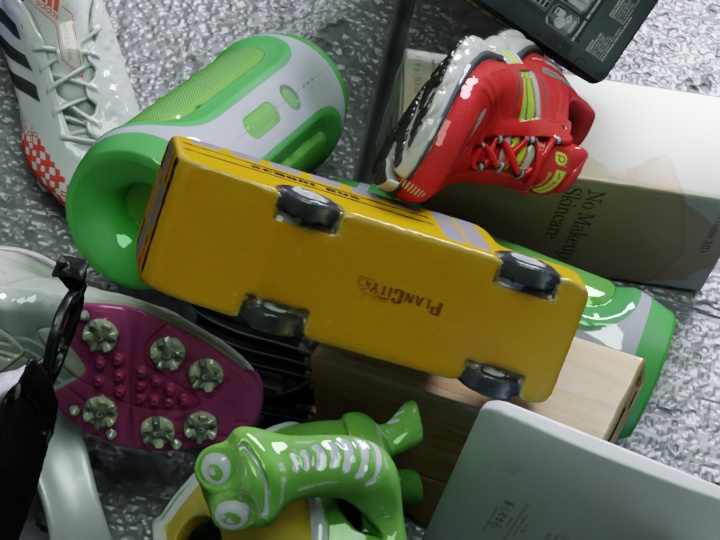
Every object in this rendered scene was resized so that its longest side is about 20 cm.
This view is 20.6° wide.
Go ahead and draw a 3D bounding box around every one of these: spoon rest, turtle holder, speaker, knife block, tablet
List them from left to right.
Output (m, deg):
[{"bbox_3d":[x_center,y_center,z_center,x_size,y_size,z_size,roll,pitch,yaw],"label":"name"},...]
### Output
[{"bbox_3d":[-0.169,0.066,0.999,0.099,0.061,0.200,-15,61,-22],"label":"spoon rest"},{"bbox_3d":[-0.076,-0.062,1.047,0.088,0.089,0.200,29,30,8],"label":"speaker"},{"bbox_3d":[-0.026,0.138,0.907,0.132,0.186,0.141,-9,86,-3],"label":"turtle holder"},{"bbox_3d":[0.017,0.044,0.990,0.176,0.200,0.064,44,53,-17],"label":"knife block"},{"bbox_3d":[0.064,0.021,1.066,0.200,0.088,0.089,22,54,3],"label":"speaker"},{"bbox_3d":[0.101,0.124,0.930,0.130,0.200,0.014,21,63,3],"label":"tablet"}]

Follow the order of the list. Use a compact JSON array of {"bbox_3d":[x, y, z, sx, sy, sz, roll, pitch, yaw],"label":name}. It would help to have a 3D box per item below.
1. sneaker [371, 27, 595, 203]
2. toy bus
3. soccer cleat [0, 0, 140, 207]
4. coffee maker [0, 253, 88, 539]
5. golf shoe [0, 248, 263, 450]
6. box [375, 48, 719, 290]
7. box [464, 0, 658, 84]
[{"bbox_3d":[0.073,-0.070,0.992,0.085,0.077,0.200,40,28,7],"label":"sneaker"},{"bbox_3d":[0.000,0.000,0.918,0.200,0.065,0.078,16,12,-13],"label":"toy bus"},{"bbox_3d":[-0.163,-0.112,1.110,0.069,0.085,0.200,-12,59,-20],"label":"soccer cleat"},{"bbox_3d":[-0.246,0.069,0.868,0.200,0.135,0.192,17,48,7],"label":"coffee maker"},{"bbox_3d":[-0.141,0.028,0.963,0.200,0.075,0.092,17,25,-3],"label":"golf shoe"},{"bbox_3d":[0.112,-0.056,1.127,0.200,0.095,0.078,8,55,-6],"label":"box"},{"bbox_3d":[0.119,-0.225,1.067,0.158,0.051,0.200,33,94,-4],"label":"box"}]
